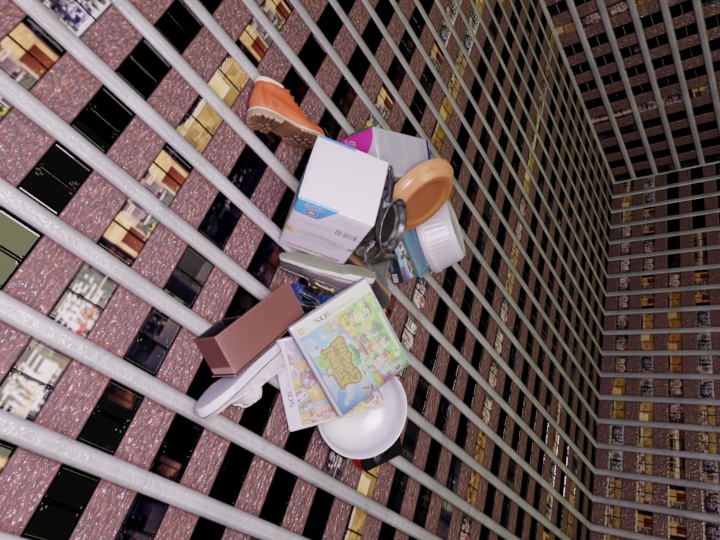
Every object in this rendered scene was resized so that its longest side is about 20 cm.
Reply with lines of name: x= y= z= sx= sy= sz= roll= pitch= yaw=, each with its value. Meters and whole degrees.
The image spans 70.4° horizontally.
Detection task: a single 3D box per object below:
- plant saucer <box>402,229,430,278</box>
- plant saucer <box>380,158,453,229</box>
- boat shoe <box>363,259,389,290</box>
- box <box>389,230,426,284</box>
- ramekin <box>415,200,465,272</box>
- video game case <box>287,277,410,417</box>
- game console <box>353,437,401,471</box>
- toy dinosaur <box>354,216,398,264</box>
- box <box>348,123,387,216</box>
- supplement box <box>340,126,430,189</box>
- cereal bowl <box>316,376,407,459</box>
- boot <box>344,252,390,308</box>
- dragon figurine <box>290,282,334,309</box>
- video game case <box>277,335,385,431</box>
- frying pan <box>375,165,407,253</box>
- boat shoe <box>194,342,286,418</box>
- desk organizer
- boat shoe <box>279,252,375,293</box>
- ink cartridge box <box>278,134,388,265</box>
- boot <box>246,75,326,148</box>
plant saucer: x=0.132 y=-0.081 z=1.340 sx=0.070 sy=0.019 sz=0.201 roll=-45 pitch=119 yaw=-45
plant saucer: x=0.135 y=-0.162 z=1.152 sx=0.199 sy=0.201 sz=0.038 roll=-3 pitch=48 yaw=-51
boat shoe: x=0.025 y=0.033 z=1.212 sx=0.074 sy=0.065 sz=0.204 roll=14 pitch=68 yaw=-16
box: x=0.110 y=-0.081 z=1.356 sx=0.136 sy=0.037 sz=0.202 roll=-30 pitch=107 yaw=-49
ramekin: x=0.220 y=-0.103 z=1.399 sx=0.202 sy=0.093 sz=0.204 roll=-18 pitch=90 yaw=-72
video game case: x=-0.017 y=0.146 z=0.982 sx=0.181 sy=0.022 sz=0.201 roll=-32 pitch=101 yaw=-20
game console: x=0.041 y=0.353 z=1.206 sx=0.176 sy=0.031 sz=0.202 roll=3 pitch=82 yaw=-50
toy dinosaur: x=0.031 y=-0.057 z=1.139 sx=0.102 sy=0.077 sz=0.200 roll=-49 pitch=161 yaw=-4
box: x=0.012 y=-0.214 z=1.215 sx=0.177 sy=0.096 sz=0.201 roll=56 pitch=45 yaw=-29
supplement box: x=0.061 y=-0.240 z=1.127 sx=0.199 sy=0.101 sz=0.104 roll=-6 pitch=88 yaw=-50
cereal bowl: x=-0.005 y=0.292 z=1.089 sx=0.198 sy=0.083 sz=0.202 roll=1 pitch=85 yaw=-18
boot: x=0.000 y=0.000 z=1.146 sx=0.200 sy=0.074 sz=0.076 roll=44 pitch=37 yaw=-3
dragon figurine: x=-0.058 y=0.083 z=1.048 sx=0.059 sy=0.199 sz=0.099 roll=-68 pitch=166 yaw=1
video game case: x=-0.063 y=0.205 z=1.010 sx=0.198 sy=0.023 sz=0.184 roll=-13 pitch=94 yaw=-8
frying pan: x=0.052 y=-0.109 z=1.011 sx=0.116 sy=0.031 sz=0.190 roll=-64 pitch=151 yaw=-17
boat shoe: x=-0.203 y=0.207 z=0.905 sx=0.200 sy=0.070 sz=0.070 roll=-42 pitch=111 yaw=-51
desk organizer: x=-0.196 y=0.102 z=0.929 sx=0.200 sy=0.071 sz=0.078 roll=-41 pitch=113 yaw=-46
boat shoe: x=-0.072 y=0.013 z=1.032 sx=0.072 sy=0.199 sz=0.061 roll=-81 pitch=-174 yaw=-69
ink cartridge box: x=-0.058 y=-0.129 z=1.003 sx=0.146 sy=0.200 sz=0.147 roll=20 pitch=64 yaw=-12
boot: x=-0.145 y=-0.327 z=1.065 sx=0.199 sy=0.075 sz=0.108 roll=18 pitch=66 yaw=-47
